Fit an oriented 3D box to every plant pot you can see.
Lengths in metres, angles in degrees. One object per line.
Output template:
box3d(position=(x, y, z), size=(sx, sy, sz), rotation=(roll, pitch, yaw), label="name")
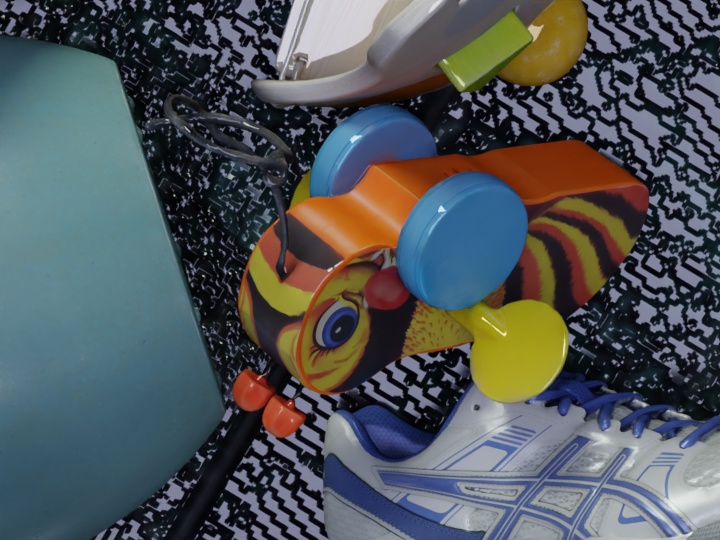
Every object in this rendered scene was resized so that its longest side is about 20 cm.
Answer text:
box3d(position=(-0.137, 0.013, 0.942), size=(0.161, 0.201, 0.201), rotation=(-18, 94, -2), label="plant pot")

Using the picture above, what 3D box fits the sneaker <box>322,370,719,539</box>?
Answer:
box3d(position=(0.072, 0.066, 0.969), size=(0.200, 0.075, 0.088), rotation=(-15, 87, 24), label="sneaker")

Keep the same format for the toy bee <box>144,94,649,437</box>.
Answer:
box3d(position=(0.000, 0.000, 0.954), size=(0.200, 0.131, 0.109), rotation=(13, 112, -24), label="toy bee")

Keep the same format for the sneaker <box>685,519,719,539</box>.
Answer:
box3d(position=(0.129, 0.136, 0.918), size=(0.115, 0.075, 0.200), rotation=(18, 126, -10), label="sneaker")

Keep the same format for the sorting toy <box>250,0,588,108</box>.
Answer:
box3d(position=(0.037, -0.132, 0.920), size=(0.107, 0.180, 0.200), rotation=(18, 97, 2), label="sorting toy")
